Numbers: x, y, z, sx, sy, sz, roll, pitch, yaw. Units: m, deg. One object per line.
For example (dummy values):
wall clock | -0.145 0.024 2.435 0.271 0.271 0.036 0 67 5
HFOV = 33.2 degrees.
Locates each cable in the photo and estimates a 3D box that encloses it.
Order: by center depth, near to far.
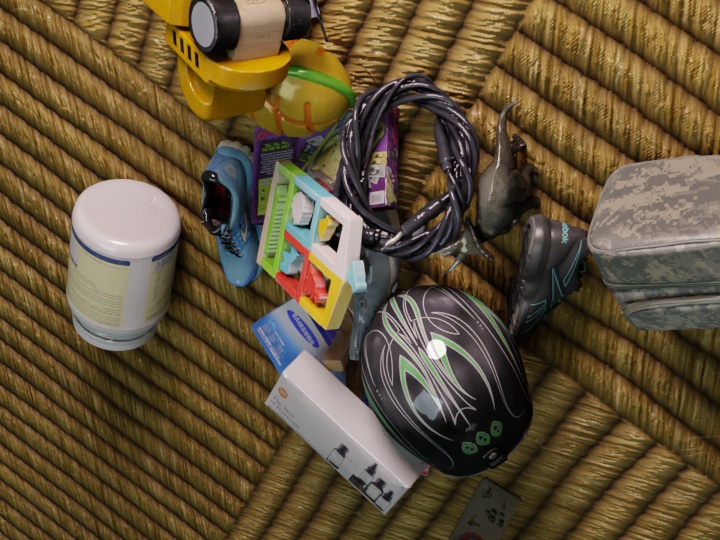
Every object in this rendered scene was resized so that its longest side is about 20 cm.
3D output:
cable | 0.051 -0.115 1.308 0.161 0.051 0.203 13 86 27

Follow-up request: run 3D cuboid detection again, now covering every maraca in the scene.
maraca | -0.094 -0.209 1.373 0.198 0.109 0.136 7 168 40

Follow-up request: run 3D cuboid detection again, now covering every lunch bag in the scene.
lunch bag | 0.351 -0.013 1.223 0.197 0.140 0.169 -5 134 35

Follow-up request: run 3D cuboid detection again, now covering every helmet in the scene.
helmet | 0.092 0.116 1.368 0.198 0.201 0.192 -14 124 37

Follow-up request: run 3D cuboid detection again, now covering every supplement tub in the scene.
supplement tub | -0.323 -0.005 1.634 0.144 0.145 0.202 28 132 12

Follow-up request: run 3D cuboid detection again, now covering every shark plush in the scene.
shark plush | 0.000 0.000 1.430 0.090 0.083 0.203 22 94 25

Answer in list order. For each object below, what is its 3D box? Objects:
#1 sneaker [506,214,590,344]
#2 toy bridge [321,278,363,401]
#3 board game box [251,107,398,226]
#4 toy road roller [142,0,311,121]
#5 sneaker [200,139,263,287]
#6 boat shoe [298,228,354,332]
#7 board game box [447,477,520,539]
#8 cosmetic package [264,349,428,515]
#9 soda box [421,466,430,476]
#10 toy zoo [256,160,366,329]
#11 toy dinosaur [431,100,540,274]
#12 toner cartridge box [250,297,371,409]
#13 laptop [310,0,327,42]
sneaker | 0.211 0.020 1.366 0.078 0.076 0.201 3 143 -3
toy bridge | -0.022 0.095 1.451 0.027 0.067 0.203 0 123 21
board game box | -0.044 -0.122 1.414 0.197 0.032 0.122 -5 83 35
toy road roller | -0.153 -0.250 1.257 0.200 0.122 0.148 45 136 33
sneaker | -0.174 -0.061 1.538 0.077 0.090 0.203 11 127 25
boat shoe | -0.038 -0.004 1.507 0.065 0.074 0.203 -39 84 2
board game box | 0.128 0.395 1.591 0.064 0.200 0.149 28 132 11
cosmetic package | -0.019 0.193 1.433 0.199 0.051 0.083 41 139 8
soda box | 0.081 0.166 1.543 0.062 0.070 0.202 14 128 1
toy zoo | -0.052 -0.025 1.344 0.200 0.020 0.133 42 126 47
toy dinosaur | 0.154 -0.084 1.311 0.076 0.102 0.202 29 132 11
toner cartridge box | -0.049 0.130 1.541 0.094 0.043 0.202 -32 91 35
laptop | -0.119 -0.339 1.295 0.197 0.116 0.190 -3 118 33
